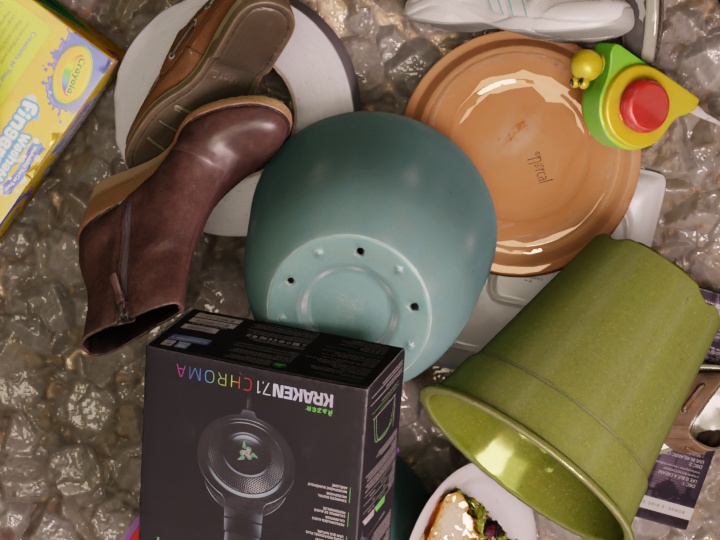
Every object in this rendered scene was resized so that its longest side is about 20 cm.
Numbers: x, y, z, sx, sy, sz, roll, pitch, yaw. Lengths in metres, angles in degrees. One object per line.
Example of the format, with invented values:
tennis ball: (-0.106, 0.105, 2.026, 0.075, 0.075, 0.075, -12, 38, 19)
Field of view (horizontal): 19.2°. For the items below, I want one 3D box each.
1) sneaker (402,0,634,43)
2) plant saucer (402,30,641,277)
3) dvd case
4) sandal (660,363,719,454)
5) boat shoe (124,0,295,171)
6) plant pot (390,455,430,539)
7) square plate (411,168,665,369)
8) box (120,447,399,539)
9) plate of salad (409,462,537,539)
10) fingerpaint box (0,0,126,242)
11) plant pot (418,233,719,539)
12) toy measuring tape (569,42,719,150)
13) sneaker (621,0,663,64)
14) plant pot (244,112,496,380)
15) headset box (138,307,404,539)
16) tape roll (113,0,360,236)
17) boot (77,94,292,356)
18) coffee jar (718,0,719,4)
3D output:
sneaker: (0.124, -0.224, 1.676, 0.199, 0.070, 0.081, 12, 92, 30)
plant saucer: (0.129, -0.096, 1.720, 0.198, 0.032, 0.202, 0, 87, 2)
dvd case: (0.236, 0.104, 1.759, 0.148, 0.016, 0.202, 16, 100, -13)
sandal: (0.281, 0.113, 1.727, 0.199, 0.057, 0.081, -6, 103, -1)
boat shoe: (-0.119, -0.156, 1.672, 0.072, 0.068, 0.200, 24, 123, -34)
plant pot: (-0.036, 0.247, 1.749, 0.199, 0.161, 0.202, 1, 99, 4)
square plate: (0.137, -0.001, 1.760, 0.198, 0.028, 0.200, 12, 101, 2)
box: (-0.082, 0.180, 1.655, 0.136, 0.039, 0.201, 32, 83, 22)
plate of salad: (0.097, 0.256, 1.730, 0.048, 0.199, 0.202, 6, 102, 37)
fingerpaint box: (-0.316, -0.144, 1.751, 0.166, 0.073, 0.201, 36, 101, -1)
plant pot: (0.179, 0.080, 1.648, 0.200, 0.200, 0.190, 38, 75, -2)
toy measuring tape: (0.238, -0.113, 1.687, 0.199, 0.074, 0.074, 30, 102, -27)
sneaker: (0.185, -0.260, 1.697, 0.105, 0.075, 0.202, -6, 91, 11)
plant pot: (0.000, 0.000, 1.634, 0.199, 0.161, 0.202, 3, 114, 7)
headset box: (-0.067, 0.148, 1.550, 0.173, 0.093, 0.202, 11, 110, 16)
tape roll: (-0.100, -0.131, 1.739, 0.198, 0.066, 0.202, 1, 100, 4)
boot: (-0.132, -0.032, 1.622, 0.199, 0.167, 0.072, -27, 133, 23)
coffee jar: (0.328, -0.225, 1.618, 0.103, 0.200, 0.086, -1, 99, 5)
